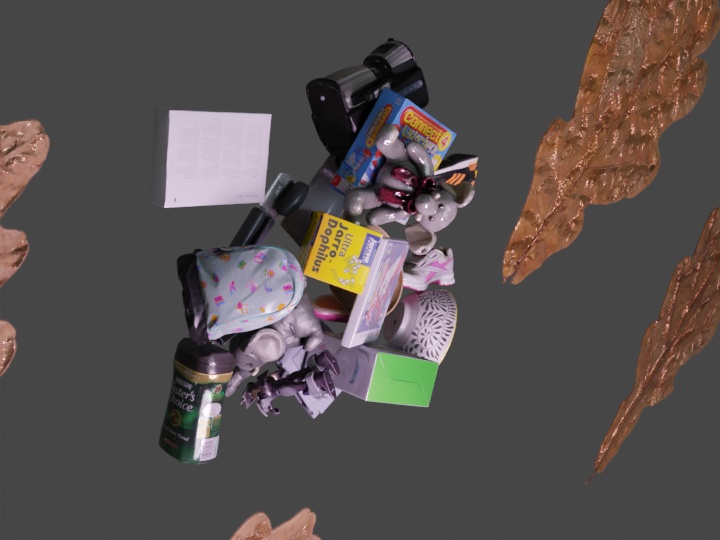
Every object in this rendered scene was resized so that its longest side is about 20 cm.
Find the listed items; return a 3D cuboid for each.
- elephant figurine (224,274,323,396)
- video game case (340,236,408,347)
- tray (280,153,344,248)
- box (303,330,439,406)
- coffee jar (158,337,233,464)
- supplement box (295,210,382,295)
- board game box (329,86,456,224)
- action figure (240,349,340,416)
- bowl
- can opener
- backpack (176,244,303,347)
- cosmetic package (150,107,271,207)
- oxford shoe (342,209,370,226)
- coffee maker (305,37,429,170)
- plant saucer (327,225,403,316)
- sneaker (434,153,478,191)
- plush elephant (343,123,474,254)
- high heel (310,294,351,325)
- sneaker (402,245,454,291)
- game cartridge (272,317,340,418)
[{"bbox_3d":[-0.176,0.119,1.507,0.198,0.141,0.157,-23,92,-20],"label":"elephant figurine"},{"bbox_3d":[0.031,0.038,1.532,0.182,0.023,0.202,-1,110,-74],"label":"video game case"},{"bbox_3d":[-0.072,-0.135,1.583,0.201,0.022,0.108,-55,136,-15],"label":"tray"},{"bbox_3d":[0.021,0.188,1.635,0.199,0.175,0.098,16,89,-49],"label":"box"},{"bbox_3d":[-0.281,0.220,1.444,0.085,0.104,0.202,3,102,-48],"label":"coffee jar"},{"bbox_3d":[-0.043,-0.035,1.473,0.108,0.200,0.110,19,91,-10],"label":"supplement box"},{"bbox_3d":[0.063,-0.200,1.517,0.199,0.056,0.197,17,105,-56],"label":"board game box"},{"bbox_3d":[-0.136,0.212,1.537,0.070,0.198,0.130,62,26,-21],"label":"action figure"},{"bbox_3d":[0.107,0.119,1.766,0.093,0.200,0.203,22,89,-22],"label":"bowl"},{"bbox_3d":[-0.170,-0.084,1.478,0.201,0.066,0.053,-56,137,-8],"label":"can opener"},{"bbox_3d":[-0.191,0.033,1.379,0.198,0.127,0.169,-10,89,-7],"label":"backpack"},{"bbox_3d":[-0.242,-0.185,1.373,0.199,0.051,0.153,-7,108,-44],"label":"cosmetic package"},{"bbox_3d":[0.039,-0.153,1.642,0.071,0.074,0.201,48,66,-27],"label":"oxford shoe"},{"bbox_3d":[0.017,-0.299,1.549,0.199,0.134,0.193,-34,142,-31],"label":"coffee maker"},{"bbox_3d":[0.000,0.000,1.654,0.199,0.035,0.203,12,71,-37],"label":"plant saucer"},{"bbox_3d":[0.181,-0.188,1.784,0.199,0.070,0.091,-22,116,-41],"label":"sneaker"},{"bbox_3d":[0.095,-0.123,1.431,0.199,0.154,0.166,21,102,-56],"label":"plush elephant"},{"bbox_3d":[-0.040,0.101,1.681,0.199,0.067,0.096,-2,129,-49],"label":"high heel"},{"bbox_3d":[0.129,-0.011,1.799,0.199,0.081,0.089,-11,109,-49],"label":"sneaker"},{"bbox_3d":[-0.093,0.184,1.672,0.133,0.040,0.201,-43,131,-21],"label":"game cartridge"}]
